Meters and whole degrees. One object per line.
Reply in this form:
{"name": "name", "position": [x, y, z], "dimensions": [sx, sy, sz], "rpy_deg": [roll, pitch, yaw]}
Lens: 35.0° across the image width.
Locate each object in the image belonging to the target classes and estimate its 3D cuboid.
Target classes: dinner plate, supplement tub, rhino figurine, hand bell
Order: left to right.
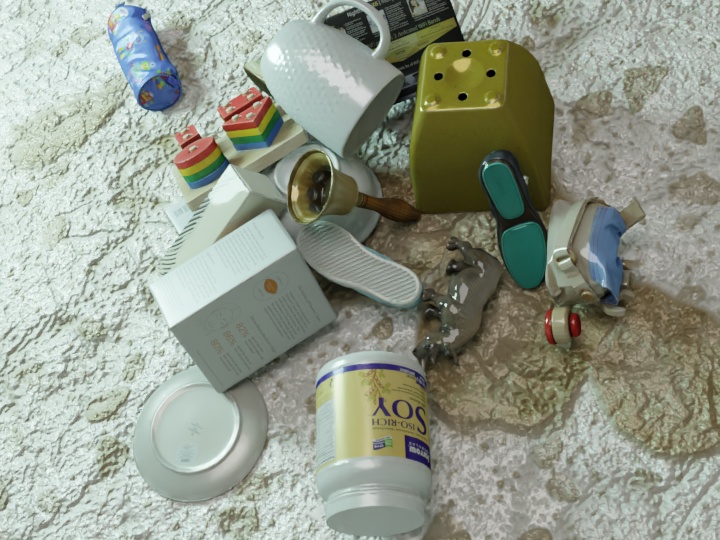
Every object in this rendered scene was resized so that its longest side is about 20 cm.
{"name": "dinner plate", "position": [-0.225, 0.219, 1.579], "dimensions": [0.199, 0.024, 0.201], "rpy_deg": [-7, 61, 13]}
{"name": "hand bell", "position": [0.007, -0.098, 1.600], "dimensions": [0.104, 0.199, 0.105], "rpy_deg": [-17, 68, 49]}
{"name": "supplement tub", "position": [0.016, 0.218, 1.437], "dimensions": [0.145, 0.146, 0.201], "rpy_deg": [-9, 60, 11]}
{"name": "rhino figurine", "position": [0.127, 0.054, 1.546], "dimensions": [0.087, 0.060, 0.201], "rpy_deg": [16, 69, 27]}

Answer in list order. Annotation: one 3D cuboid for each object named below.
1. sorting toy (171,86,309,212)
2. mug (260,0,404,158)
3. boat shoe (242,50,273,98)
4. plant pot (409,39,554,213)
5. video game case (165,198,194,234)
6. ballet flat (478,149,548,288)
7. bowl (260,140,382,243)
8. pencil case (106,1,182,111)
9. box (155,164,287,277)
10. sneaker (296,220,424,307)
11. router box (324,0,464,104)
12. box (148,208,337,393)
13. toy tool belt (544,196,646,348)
{"name": "sorting toy", "position": [-0.197, -0.194, 1.714], "dimensions": [0.199, 0.070, 0.199], "rpy_deg": [-32, 25, -3]}
{"name": "mug", "position": [-0.036, -0.291, 1.623], "dimensions": [0.175, 0.148, 0.200], "rpy_deg": [37, 115, 8]}
{"name": "boat shoe", "position": [-0.104, -0.289, 1.799], "dimensions": [0.065, 0.072, 0.200], "rpy_deg": [-44, 54, -9]}
{"name": "plant pot", "position": [0.160, -0.216, 1.603], "dimensions": [0.194, 0.200, 0.195], "rpy_deg": [-1, 62, 17]}
{"name": "video game case", "position": [-0.193, -0.059, 1.726], "dimensions": [0.143, 0.018, 0.200], "rpy_deg": [-33, 58, -4]}
{"name": "ballet flat", "position": [0.211, -0.074, 1.541], "dimensions": [0.073, 0.201, 0.073], "rpy_deg": [-18, 24, 9]}
{"name": "bowl", "position": [-0.071, -0.119, 1.669], "dimensions": [0.200, 0.091, 0.202], "rpy_deg": [-5, 59, 7]}
{"name": "pencil case", "position": [-0.360, -0.358, 1.904], "dimensions": [0.087, 0.078, 0.201], "rpy_deg": [-39, 57, 19]}
{"name": "box", "position": [-0.199, -0.048, 1.627], "dimensions": [0.200, 0.082, 0.068], "rpy_deg": [-51, 55, 17]}
{"name": "sneaker", "position": [0.000, 0.000, 1.597], "dimensions": [0.200, 0.082, 0.074], "rpy_deg": [32, 85, 18]}
{"name": "router box", "position": [0.054, -0.337, 1.726], "dimensions": [0.199, 0.052, 0.158], "rpy_deg": [-21, 101, -2]}
{"name": "box", "position": [-0.159, 0.042, 1.570], "dimensions": [0.199, 0.153, 0.106], "rpy_deg": [-32, 42, -4]}
{"name": "toy tool belt", "position": [0.307, 0.000, 1.488], "dimensions": [0.122, 0.125, 0.201], "rpy_deg": [-4, 61, 24]}
